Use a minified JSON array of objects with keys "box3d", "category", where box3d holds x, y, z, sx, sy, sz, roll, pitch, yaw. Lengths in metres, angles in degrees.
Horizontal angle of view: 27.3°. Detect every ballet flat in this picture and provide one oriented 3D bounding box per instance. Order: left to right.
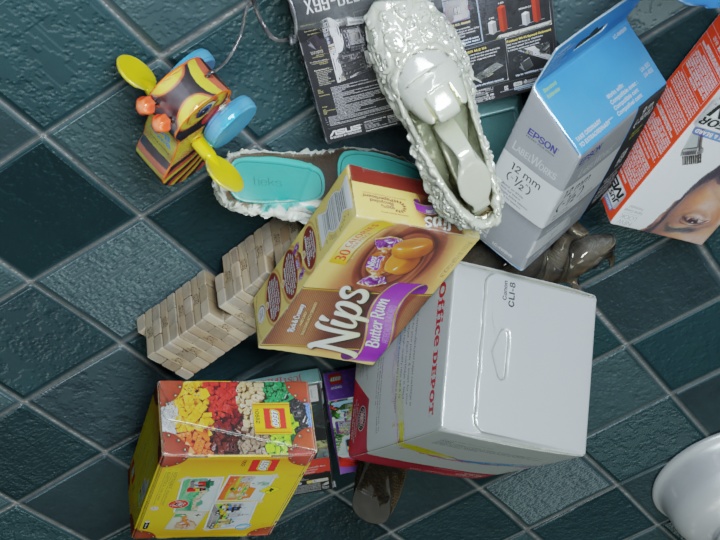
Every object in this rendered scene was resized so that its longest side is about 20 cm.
[{"box3d":[-0.032,-0.070,1.258,0.197,0.072,0.072,6,137,-18],"category":"ballet flat"},{"box3d":[0.031,0.181,1.513,0.067,0.047,0.202,21,133,10],"category":"ballet flat"},{"box3d":[0.065,-0.112,1.098,0.071,0.072,0.201,-20,124,9],"category":"ballet flat"}]

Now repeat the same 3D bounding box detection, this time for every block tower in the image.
[{"box3d":[-0.113,0.024,1.339,0.199,0.058,0.054,-34,135,25],"category":"block tower"}]

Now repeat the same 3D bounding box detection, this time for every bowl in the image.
[{"box3d":[0.453,0.276,1.756,0.198,0.091,0.202,-8,141,-6],"category":"bowl"}]

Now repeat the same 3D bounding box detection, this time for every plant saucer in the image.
[{"box3d":[0.118,-0.077,1.313,0.069,0.019,0.201,-13,141,2],"category":"plant saucer"}]

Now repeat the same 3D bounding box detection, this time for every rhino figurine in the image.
[{"box3d":[0.159,-0.019,1.332,0.198,0.060,0.088,8,129,-39],"category":"rhino figurine"}]

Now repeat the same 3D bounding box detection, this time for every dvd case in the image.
[{"box3d":[-0.104,0.180,1.550,0.144,0.022,0.201,-10,141,-4],"category":"dvd case"}]

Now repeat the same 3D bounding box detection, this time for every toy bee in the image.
[{"box3d":[-0.136,-0.127,1.112,0.108,0.130,0.202,-36,150,-40],"category":"toy bee"}]

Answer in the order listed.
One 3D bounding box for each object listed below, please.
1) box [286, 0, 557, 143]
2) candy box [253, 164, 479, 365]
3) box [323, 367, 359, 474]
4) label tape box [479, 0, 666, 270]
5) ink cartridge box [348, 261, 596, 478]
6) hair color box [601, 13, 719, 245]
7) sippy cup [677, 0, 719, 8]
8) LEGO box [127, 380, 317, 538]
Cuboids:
[{"box3d":[0.049,-0.190,1.137,0.197,0.050,0.159,-15,140,2],"category":"box"},{"box3d":[0.000,0.000,1.242,0.115,0.057,0.200,10,140,-26],"category":"candy box"},{"box3d":[0.065,0.141,1.535,0.197,0.039,0.138,-10,140,-3],"category":"box"},{"box3d":[0.177,-0.113,1.190,0.143,0.066,0.201,-38,161,-40],"category":"label tape box"},{"box3d":[0.095,0.094,1.308,0.143,0.147,0.200,12,163,-20],"category":"ink cartridge box"},{"box3d":[0.303,-0.117,1.280,0.110,0.064,0.201,10,136,-26],"category":"hair color box"},{"box3d":[0.236,-0.261,1.042,0.175,0.131,0.140,-13,140,1],"category":"sippy cup"},{"box3d":[-0.140,0.187,1.447,0.147,0.078,0.201,2,148,-18],"category":"LEGO box"}]
